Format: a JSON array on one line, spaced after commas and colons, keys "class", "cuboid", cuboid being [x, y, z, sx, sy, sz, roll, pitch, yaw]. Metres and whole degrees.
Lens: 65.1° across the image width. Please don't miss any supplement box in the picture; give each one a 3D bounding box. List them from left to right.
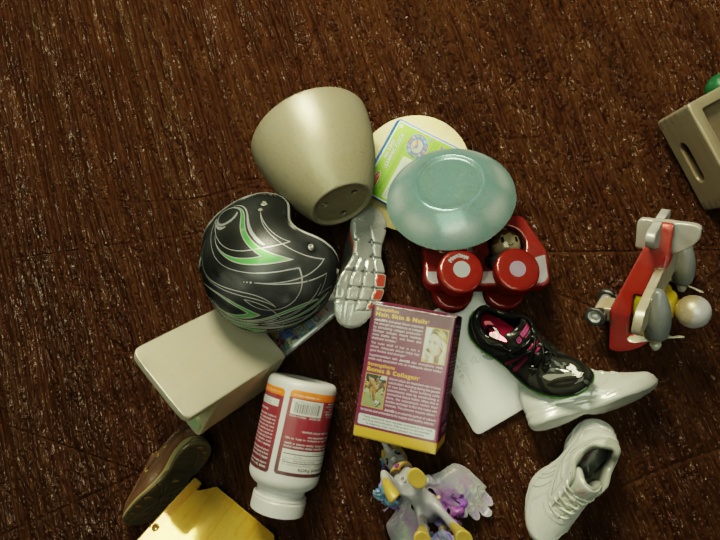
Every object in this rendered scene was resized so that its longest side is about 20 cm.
[{"class": "supplement box", "cuboid": [0.074, 0.158, 0.860, 0.129, 0.103, 0.203, 9, 87, 17]}]

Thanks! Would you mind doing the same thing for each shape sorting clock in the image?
[{"class": "shape sorting clock", "cuboid": [0.087, -0.163, 0.950, 0.197, 0.039, 0.203, -1, 83, 9]}]

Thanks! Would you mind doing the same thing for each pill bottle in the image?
[{"class": "pill bottle", "cuboid": [-0.109, 0.269, 0.879, 0.111, 0.113, 0.203, 11, 83, 12]}]

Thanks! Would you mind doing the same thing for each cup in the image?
[{"class": "cup", "cuboid": [-0.054, -0.158, 0.880, 0.198, 0.200, 0.144, -28, 66, 5]}]

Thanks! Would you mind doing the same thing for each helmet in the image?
[{"class": "helmet", "cuboid": [-0.138, 0.000, 0.863, 0.199, 0.200, 0.191, -37, 59, 3]}]

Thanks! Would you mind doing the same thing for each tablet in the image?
[{"class": "tablet", "cuboid": [0.187, 0.139, 0.896, 0.129, 0.014, 0.202, -31, 77, 4]}]

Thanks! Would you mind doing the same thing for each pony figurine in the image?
[{"class": "pony figurine", "cuboid": [0.094, 0.333, 0.810, 0.166, 0.200, 0.194, -39, 92, -5]}]

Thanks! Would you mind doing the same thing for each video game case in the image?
[{"class": "video game case", "cuboid": [-0.125, 0.054, 0.965, 0.199, 0.018, 0.144, -39, 77, 2]}]

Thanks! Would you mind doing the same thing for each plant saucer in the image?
[{"class": "plant saucer", "cuboid": [0.135, -0.124, 0.855, 0.198, 0.039, 0.203, -5, 56, 8]}]

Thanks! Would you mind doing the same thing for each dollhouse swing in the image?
[{"class": "dollhouse swing", "cuboid": [-0.253, 0.494, 0.909, 0.199, 0.177, 0.182, 32, 46, 14]}]

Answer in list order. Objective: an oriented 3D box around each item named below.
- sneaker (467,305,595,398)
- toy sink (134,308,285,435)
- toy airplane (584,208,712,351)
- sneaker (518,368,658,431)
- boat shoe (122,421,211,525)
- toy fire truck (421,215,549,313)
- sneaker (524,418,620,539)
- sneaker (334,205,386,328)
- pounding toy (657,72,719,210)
[{"class": "sneaker", "cuboid": [0.240, 0.117, 0.819, 0.199, 0.084, 0.077, 28, 70, 27]}, {"class": "toy sink", "cuboid": [-0.240, 0.159, 0.869, 0.130, 0.199, 0.112, 44, 129, 13]}, {"class": "toy airplane", "cuboid": [0.418, 0.020, 0.778, 0.140, 0.199, 0.201, 32, 86, 24]}, {"class": "sneaker", "cuboid": [0.334, 0.168, 0.838, 0.197, 0.076, 0.089, -15, 58, 1]}, {"class": "boat shoe", "cuboid": [-0.324, 0.337, 0.937, 0.201, 0.072, 0.068, -50, 43, 8]}, {"class": "toy fire truck", "cuboid": [0.187, -0.031, 0.872, 0.197, 0.112, 0.170, -1, 70, 2]}, {"class": "sneaker", "cuboid": [0.298, 0.306, 0.799, 0.077, 0.099, 0.202, 29, 94, 10]}, {"class": "sneaker", "cuboid": [0.000, 0.000, 0.920, 0.076, 0.082, 0.203, 16, 73, -9]}, {"class": "pounding toy", "cuboid": [0.563, -0.224, 0.838, 0.182, 0.142, 0.202, -28, 88, 5]}]
